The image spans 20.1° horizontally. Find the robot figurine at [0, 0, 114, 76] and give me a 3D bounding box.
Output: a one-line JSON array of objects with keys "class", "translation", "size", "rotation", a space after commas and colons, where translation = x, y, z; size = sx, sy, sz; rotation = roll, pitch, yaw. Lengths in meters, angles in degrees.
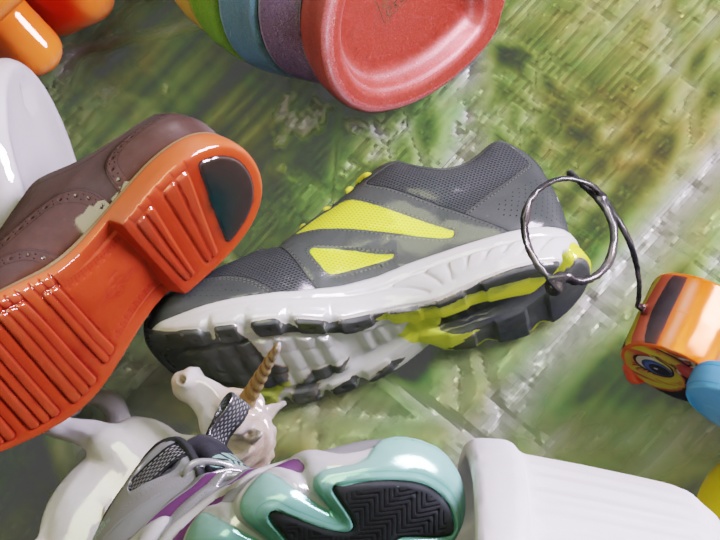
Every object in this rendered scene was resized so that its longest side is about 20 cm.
[{"class": "robot figurine", "translation": [-0.208, -0.183, 0.978], "size": [0.144, 0.200, 0.117], "rotation": [-37, 17, 17]}]

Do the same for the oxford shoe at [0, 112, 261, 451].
[{"class": "oxford shoe", "translation": [-0.134, 0.008, 0.876], "size": [0.200, 0.071, 0.072], "rotation": [-39, 42, -13]}]

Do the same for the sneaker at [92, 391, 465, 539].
[{"class": "sneaker", "translation": [-0.044, 0.089, 0.778], "size": [0.199, 0.078, 0.140], "rotation": [-32, 27, 23]}]

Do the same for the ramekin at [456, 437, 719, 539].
[{"class": "ramekin", "translation": [0.079, 0.163, 0.735], "size": [0.094, 0.203, 0.204], "rotation": [2, 64, 0]}]

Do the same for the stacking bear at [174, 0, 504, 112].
[{"class": "stacking bear", "translation": [-0.048, -0.160, 0.980], "size": [0.199, 0.122, 0.114], "rotation": [29, 65, 36]}]

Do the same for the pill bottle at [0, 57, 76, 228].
[{"class": "pill bottle", "translation": [-0.239, -0.021, 0.959], "size": [0.199, 0.113, 0.113], "rotation": [-15, 61, 9]}]

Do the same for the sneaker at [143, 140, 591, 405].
[{"class": "sneaker", "translation": [0.000, 0.000, 0.912], "size": [0.199, 0.075, 0.085], "rotation": [-11, 56, 0]}]

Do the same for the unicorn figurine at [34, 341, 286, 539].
[{"class": "unicorn figurine", "translation": [-0.119, 0.097, 0.899], "size": [0.137, 0.074, 0.201], "rotation": [28, 91, 25]}]

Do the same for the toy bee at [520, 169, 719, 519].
[{"class": "toy bee", "translation": [0.157, 0.029, 0.841], "size": [0.131, 0.109, 0.200], "rotation": [-40, 85, -15]}]
